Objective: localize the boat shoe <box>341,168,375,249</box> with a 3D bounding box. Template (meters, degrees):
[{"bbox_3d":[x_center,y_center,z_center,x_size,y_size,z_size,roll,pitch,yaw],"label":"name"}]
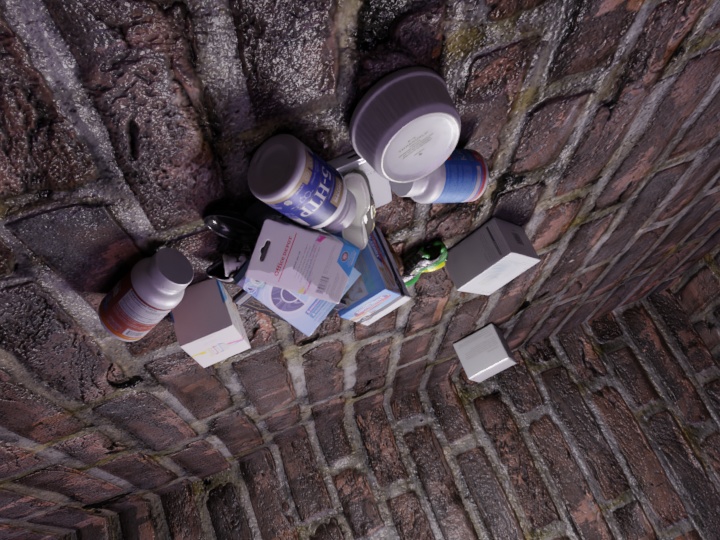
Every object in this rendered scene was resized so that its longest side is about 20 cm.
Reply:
[{"bbox_3d":[-0.005,-0.130,1.271,0.203,0.071,0.061,89,24,-50],"label":"boat shoe"}]

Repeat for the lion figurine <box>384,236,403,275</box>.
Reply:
[{"bbox_3d":[0.063,-0.001,1.594,0.072,0.124,0.201,-20,157,-9],"label":"lion figurine"}]

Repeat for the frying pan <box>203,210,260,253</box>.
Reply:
[{"bbox_3d":[-0.240,-0.070,1.234,0.113,0.031,0.190,13,160,4],"label":"frying pan"}]

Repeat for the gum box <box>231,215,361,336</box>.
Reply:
[{"bbox_3d":[-0.122,0.009,1.244,0.170,0.045,0.200,-49,122,0],"label":"gum box"}]

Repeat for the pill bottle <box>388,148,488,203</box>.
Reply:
[{"bbox_3d":[0.158,-0.194,1.293,0.198,0.113,0.112,-7,151,-37],"label":"pill bottle"}]

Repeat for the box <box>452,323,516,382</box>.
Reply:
[{"bbox_3d":[0.541,0.361,2.740,0.198,0.173,0.200,-31,156,15],"label":"box"}]

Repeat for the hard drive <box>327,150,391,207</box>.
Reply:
[{"bbox_3d":[-0.004,-0.176,1.287,0.130,0.027,0.200,-23,157,-4],"label":"hard drive"}]

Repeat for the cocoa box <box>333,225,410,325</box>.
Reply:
[{"bbox_3d":[0.000,0.000,1.437,0.133,0.202,0.131,-31,154,20],"label":"cocoa box"}]

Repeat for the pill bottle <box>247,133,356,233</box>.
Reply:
[{"bbox_3d":[-0.094,-0.144,1.122,0.119,0.121,0.199,-33,148,19],"label":"pill bottle"}]

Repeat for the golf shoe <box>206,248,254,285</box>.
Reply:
[{"bbox_3d":[-0.228,-0.009,1.293,0.198,0.079,0.094,-18,170,30],"label":"golf shoe"}]

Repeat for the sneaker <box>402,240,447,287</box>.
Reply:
[{"bbox_3d":[0.144,-0.023,1.705,0.198,0.078,0.085,-30,151,-9],"label":"sneaker"}]

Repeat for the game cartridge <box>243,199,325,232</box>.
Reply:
[{"bbox_3d":[-0.125,-0.105,1.276,0.132,0.041,0.199,-34,148,23],"label":"game cartridge"}]

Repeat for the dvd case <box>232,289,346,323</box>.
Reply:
[{"bbox_3d":[-0.151,0.066,1.343,0.198,0.016,0.148,24,141,-30],"label":"dvd case"}]

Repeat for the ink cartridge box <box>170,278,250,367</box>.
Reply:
[{"bbox_3d":[-0.346,0.126,1.464,0.124,0.130,0.200,-22,157,-5],"label":"ink cartridge box"}]

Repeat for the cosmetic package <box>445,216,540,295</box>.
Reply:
[{"bbox_3d":[0.377,-0.034,1.827,0.199,0.124,0.198,-37,153,30],"label":"cosmetic package"}]

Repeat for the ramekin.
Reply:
[{"bbox_3d":[0.086,-0.244,1.113,0.200,0.095,0.203,-22,150,-13],"label":"ramekin"}]

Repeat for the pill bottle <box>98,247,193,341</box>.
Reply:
[{"bbox_3d":[-0.420,0.045,1.246,0.199,0.113,0.112,-38,153,28],"label":"pill bottle"}]

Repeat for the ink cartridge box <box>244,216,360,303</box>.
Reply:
[{"bbox_3d":[-0.114,-0.024,1.167,0.198,0.068,0.116,18,99,-31],"label":"ink cartridge box"}]
